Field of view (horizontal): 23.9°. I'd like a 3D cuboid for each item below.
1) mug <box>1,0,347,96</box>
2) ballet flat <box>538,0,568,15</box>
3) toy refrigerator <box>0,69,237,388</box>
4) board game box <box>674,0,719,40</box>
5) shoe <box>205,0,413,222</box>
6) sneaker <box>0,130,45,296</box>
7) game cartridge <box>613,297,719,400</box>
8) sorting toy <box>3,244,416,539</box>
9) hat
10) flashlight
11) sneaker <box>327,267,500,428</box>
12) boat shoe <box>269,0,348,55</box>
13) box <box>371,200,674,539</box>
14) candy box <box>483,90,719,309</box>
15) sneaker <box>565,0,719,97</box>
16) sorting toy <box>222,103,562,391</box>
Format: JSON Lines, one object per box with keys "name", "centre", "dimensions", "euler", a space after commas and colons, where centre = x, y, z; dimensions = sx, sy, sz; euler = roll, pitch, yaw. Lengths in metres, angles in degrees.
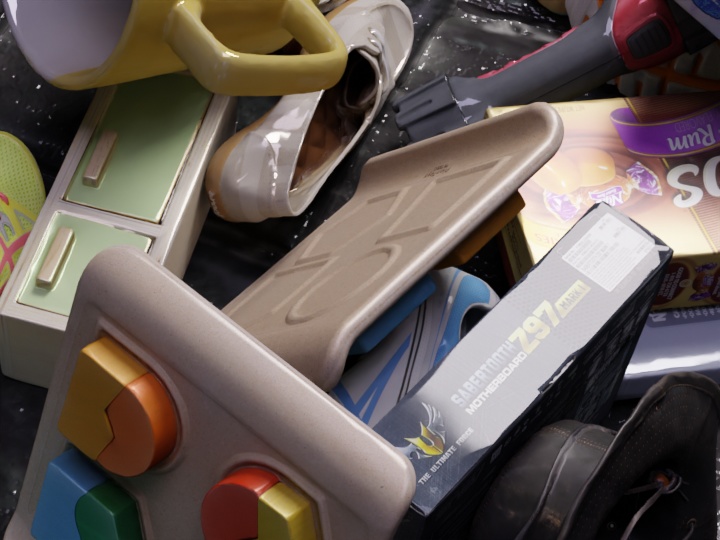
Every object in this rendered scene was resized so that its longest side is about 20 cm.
{"name": "mug", "centre": [-0.095, -0.160, 0.943], "dimensions": [0.153, 0.149, 0.187], "euler": [-6, 75, -41]}
{"name": "ballet flat", "centre": [0.197, -0.235, 1.138], "dimensions": [0.200, 0.063, 0.069], "euler": [-36, 66, -28]}
{"name": "toy refrigerator", "centre": [-0.132, -0.030, 0.948], "dimensions": [0.076, 0.070, 0.200], "euler": [15, 55, 4]}
{"name": "board game box", "centre": [0.266, -0.159, 0.978], "dimensions": [0.199, 0.041, 0.200], "euler": [39, 39, -9]}
{"name": "shoe", "centre": [-0.015, -0.095, 0.998], "dimensions": [0.053, 0.070, 0.200], "euler": [3, 43, 38]}
{"name": "sneaker", "centre": [-0.219, -0.008, 0.909], "dimensions": [0.078, 0.090, 0.200], "euler": [11, 52, 3]}
{"name": "game cartridge", "centre": [0.168, -0.016, 0.995], "dimensions": [0.133, 0.041, 0.200], "euler": [-3, 54, -13]}
{"name": "sorting toy", "centre": [-0.082, 0.115, 0.776], "dimensions": [0.185, 0.200, 0.036], "euler": [37, 34, 19]}
{"name": "hat", "centre": [0.097, 0.132, 0.796], "dimensions": [0.081, 0.201, 0.201], "euler": [18, 52, 31]}
{"name": "flashlight", "centre": [0.116, -0.124, 1.003], "dimensions": [0.200, 0.068, 0.068], "euler": [-26, 73, 11]}
{"name": "sneaker", "centre": [0.019, 0.076, 0.888], "dimensions": [0.072, 0.072, 0.200], "euler": [22, 56, 14]}
{"name": "boat shoe", "centre": [-0.105, -0.170, 1.057], "dimensions": [0.200, 0.063, 0.071], "euler": [7, 56, 0]}
{"name": "box", "centre": [0.065, 0.079, 0.837], "dimensions": [0.051, 0.158, 0.200], "euler": [36, 59, 19]}
{"name": "candy box", "centre": [0.175, -0.039, 0.957], "dimensions": [0.200, 0.057, 0.117], "euler": [-5, 55, -9]}
{"name": "sneaker", "centre": [0.225, -0.143, 1.073], "dimensions": [0.200, 0.078, 0.077], "euler": [25, 49, 2]}
{"name": "sorting toy", "centre": [0.000, 0.000, 0.885], "dimensions": [0.200, 0.185, 0.036], "euler": [-47, 108, -29]}
